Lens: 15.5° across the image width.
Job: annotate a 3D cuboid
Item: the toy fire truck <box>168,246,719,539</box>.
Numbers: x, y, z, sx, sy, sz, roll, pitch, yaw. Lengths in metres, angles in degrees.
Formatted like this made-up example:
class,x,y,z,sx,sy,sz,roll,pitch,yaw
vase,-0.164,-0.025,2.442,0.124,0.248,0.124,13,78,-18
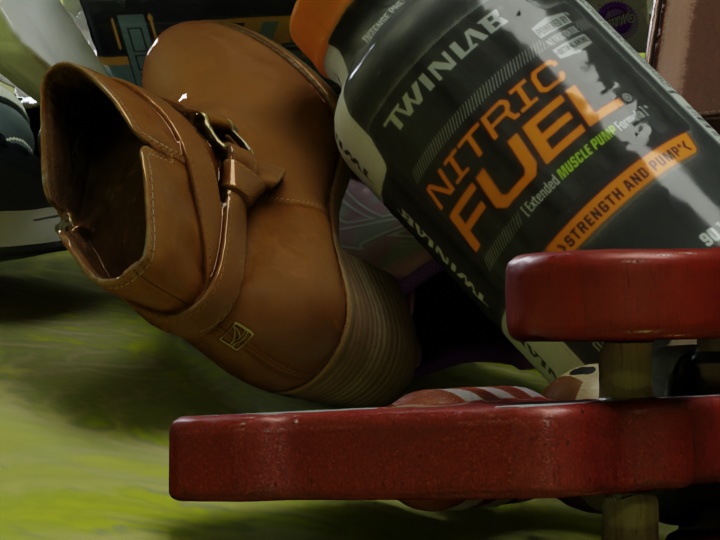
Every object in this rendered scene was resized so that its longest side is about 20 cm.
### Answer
class,x,y,z,sx,sy,sz,roll,pitch,yaw
toy fire truck,0.061,0.051,0.810,0.168,0.112,0.200,-2,0,37

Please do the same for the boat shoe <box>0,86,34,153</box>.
class,x,y,z,sx,sy,sz,roll,pitch,yaw
boat shoe,-0.186,-0.038,1.098,0.062,0.073,0.200,60,15,9

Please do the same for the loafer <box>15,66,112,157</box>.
class,x,y,z,sx,sy,sz,roll,pitch,yaw
loafer,-0.124,-0.052,1.200,0.063,0.072,0.200,-8,11,-16

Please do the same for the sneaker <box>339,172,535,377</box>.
class,x,y,z,sx,sy,sz,roll,pitch,yaw
sneaker,0.000,0.000,1.042,0.200,0.081,0.089,3,46,14

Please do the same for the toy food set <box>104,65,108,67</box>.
class,x,y,z,sx,sy,sz,roll,pitch,yaw
toy food set,-0.069,-0.075,1.353,0.143,0.061,0.200,7,13,-27

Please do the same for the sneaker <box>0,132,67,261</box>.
class,x,y,z,sx,sy,sz,roll,pitch,yaw
sneaker,-0.169,-0.070,0.982,0.077,0.147,0.202,-11,-5,34

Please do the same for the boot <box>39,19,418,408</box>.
class,x,y,z,sx,sy,sz,roll,pitch,yaw
boot,-0.064,-0.044,0.951,0.155,0.074,0.200,26,24,-49

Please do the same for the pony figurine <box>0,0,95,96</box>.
class,x,y,z,sx,sy,sz,roll,pitch,yaw
pony figurine,-0.146,-0.162,1.531,0.193,0.167,0.200,14,-7,-33

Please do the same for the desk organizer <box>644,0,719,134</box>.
class,x,y,z,sx,sy,sz,roll,pitch,yaw
desk organizer,0.177,-0.031,1.068,0.077,0.072,0.200,-2,-34,22

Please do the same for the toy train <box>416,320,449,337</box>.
class,x,y,z,sx,sy,sz,roll,pitch,yaw
toy train,0.038,-0.005,1.170,0.150,0.056,0.200,-17,29,-9

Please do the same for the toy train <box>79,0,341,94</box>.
class,x,y,z,sx,sy,sz,roll,pitch,yaw
toy train,-0.025,-0.121,1.075,0.200,0.114,0.085,-1,36,19

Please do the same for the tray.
class,x,y,z,sx,sy,sz,roll,pitch,yaw
tray,-0.132,-0.097,0.994,0.107,0.022,0.200,56,3,14

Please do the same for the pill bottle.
class,x,y,z,sx,sy,sz,roll,pitch,yaw
pill bottle,0.062,-0.042,0.955,0.200,0.106,0.106,47,24,18

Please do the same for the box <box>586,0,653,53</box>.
class,x,y,z,sx,sy,sz,roll,pitch,yaw
box,0.030,-0.115,1.124,0.200,0.039,0.041,0,31,20
